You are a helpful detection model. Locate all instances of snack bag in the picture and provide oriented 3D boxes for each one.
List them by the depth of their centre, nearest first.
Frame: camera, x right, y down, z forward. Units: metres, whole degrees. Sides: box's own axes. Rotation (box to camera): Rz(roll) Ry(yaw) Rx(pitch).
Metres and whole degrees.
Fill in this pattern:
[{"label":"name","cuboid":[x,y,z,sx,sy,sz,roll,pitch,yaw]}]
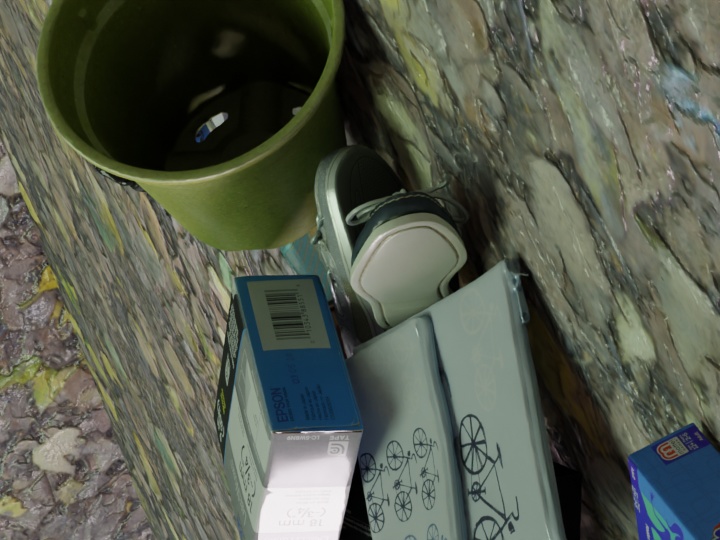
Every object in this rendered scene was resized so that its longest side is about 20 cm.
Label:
[{"label":"snack bag","cuboid":[0.054,0.110,1.522,0.200,0.021,0.189,-32,63,55]}]

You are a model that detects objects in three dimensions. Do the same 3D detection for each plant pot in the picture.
[{"label":"plant pot","cuboid":[-0.090,-0.107,1.652,0.200,0.200,0.184,58,177,27]}]

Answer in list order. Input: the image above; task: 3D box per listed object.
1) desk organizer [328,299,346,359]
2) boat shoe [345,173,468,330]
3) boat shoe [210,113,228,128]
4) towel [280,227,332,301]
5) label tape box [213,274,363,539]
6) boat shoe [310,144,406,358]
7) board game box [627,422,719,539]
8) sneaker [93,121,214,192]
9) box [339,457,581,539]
[{"label":"desk organizer","cuboid":[-0.036,0.072,1.901,0.077,0.072,0.200,62,166,-1]},{"label":"boat shoe","cuboid":[0.032,-0.016,1.537,0.200,0.075,0.062,60,-158,-71]},{"label":"boat shoe","cuboid":[-0.105,-0.167,1.814,0.068,0.074,0.199,40,166,29]},{"label":"towel","cuboid":[-0.021,-0.006,1.897,0.147,0.022,0.200,60,167,17]},{"label":"label tape box","cuboid":[-0.054,0.124,1.665,0.144,0.063,0.200,-107,20,-45]},{"label":"boat shoe","cuboid":[0.001,-0.001,1.661,0.065,0.074,0.202,10,142,29]},{"label":"board game box","cuboid":[0.210,0.196,1.276,0.200,0.045,0.152,51,162,45]},{"label":"sneaker","cuboid":[-0.186,-0.132,2.123,0.200,0.111,0.077,51,161,49]},{"label":"box","cuboid":[0.056,0.178,1.624,0.200,0.079,0.141,18,113,58]}]
